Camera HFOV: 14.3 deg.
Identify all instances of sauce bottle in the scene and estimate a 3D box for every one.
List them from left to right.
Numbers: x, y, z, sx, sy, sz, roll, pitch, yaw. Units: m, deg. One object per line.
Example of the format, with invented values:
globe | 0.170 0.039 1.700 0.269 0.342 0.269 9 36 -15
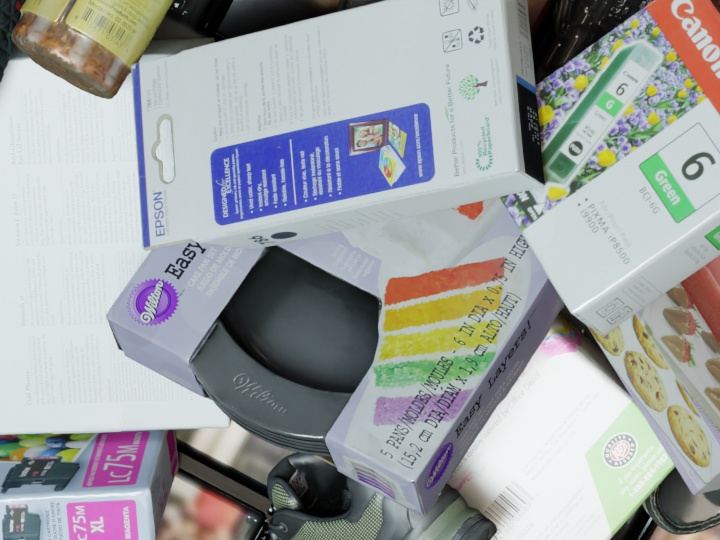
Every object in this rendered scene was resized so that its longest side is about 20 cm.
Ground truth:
sauce bottle | -0.099 -0.183 1.422 0.066 0.066 0.200 32 84 -6

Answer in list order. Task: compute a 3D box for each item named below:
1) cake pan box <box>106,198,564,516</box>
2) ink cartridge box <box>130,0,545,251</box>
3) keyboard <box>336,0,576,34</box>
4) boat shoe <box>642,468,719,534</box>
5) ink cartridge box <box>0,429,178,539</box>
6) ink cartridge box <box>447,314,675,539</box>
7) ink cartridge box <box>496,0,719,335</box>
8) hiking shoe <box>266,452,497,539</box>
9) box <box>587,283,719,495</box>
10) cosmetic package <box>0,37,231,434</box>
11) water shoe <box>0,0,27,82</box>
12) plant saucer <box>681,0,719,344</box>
cake pan box | 0.000 0.000 1.408 0.184 0.052 0.200 28 71 22
ink cartridge box | -0.013 -0.070 1.365 0.200 0.039 0.100 -10 75 23
keyboard | 0.067 -0.178 1.462 0.127 0.021 0.200 18 104 3
boat shoe | 0.228 0.073 1.493 0.200 0.068 0.072 -36 101 13
ink cartridge box | -0.200 0.113 1.486 0.200 0.119 0.042 -5 106 3
ink cartridge box | 0.059 0.063 1.486 0.200 0.067 0.117 41 101 2
ink cartridge box | 0.159 -0.072 1.335 0.200 0.050 0.109 -36 65 11
hiking shoe | -0.011 0.138 1.480 0.101 0.076 0.200 52 140 0
box | 0.138 0.018 1.447 0.200 0.039 0.041 59 142 15
cosmetic package | -0.145 -0.017 1.489 0.150 0.052 0.200 -2 103 0
water shoe | -0.196 -0.161 1.426 0.079 0.072 0.200 22 76 16
plant saucer | 0.221 -0.039 1.420 0.200 0.037 0.200 -41 77 39
